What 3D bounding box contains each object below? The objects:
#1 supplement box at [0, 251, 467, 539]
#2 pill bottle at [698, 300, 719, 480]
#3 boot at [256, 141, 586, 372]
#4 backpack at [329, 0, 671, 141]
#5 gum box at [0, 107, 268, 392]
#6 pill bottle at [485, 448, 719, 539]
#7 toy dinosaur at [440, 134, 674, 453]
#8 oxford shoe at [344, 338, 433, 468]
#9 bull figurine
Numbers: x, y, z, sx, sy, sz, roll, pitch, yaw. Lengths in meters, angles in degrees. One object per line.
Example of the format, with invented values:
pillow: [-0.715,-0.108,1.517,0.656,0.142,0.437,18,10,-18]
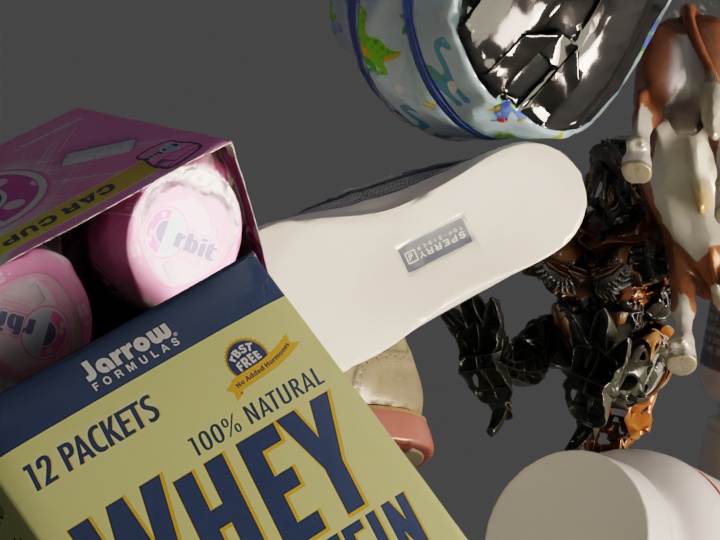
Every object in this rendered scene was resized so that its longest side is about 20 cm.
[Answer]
supplement box: [-0.056,0.141,0.853,0.134,0.200,0.200,-30,74,-28]
pill bottle: [0.244,0.022,1.205,0.113,0.113,0.200,5,97,-40]
boot: [0.000,0.000,1.002,0.200,0.090,0.073,-19,93,-20]
backpack: [0.076,-0.151,1.024,0.163,0.154,0.200,40,53,-43]
gum box: [-0.151,0.010,0.880,0.200,0.113,0.066,-31,118,-30]
pill bottle: [0.146,0.150,1.083,0.200,0.112,0.112,28,82,-52]
toy dinosaur: [0.126,0.036,1.132,0.136,0.102,0.200,-14,87,-54]
oxford shoe: [-0.059,0.046,1.010,0.200,0.070,0.075,14,58,-35]
bull figurine: [0.170,-0.028,1.076,0.121,0.065,0.200,-74,148,-49]
